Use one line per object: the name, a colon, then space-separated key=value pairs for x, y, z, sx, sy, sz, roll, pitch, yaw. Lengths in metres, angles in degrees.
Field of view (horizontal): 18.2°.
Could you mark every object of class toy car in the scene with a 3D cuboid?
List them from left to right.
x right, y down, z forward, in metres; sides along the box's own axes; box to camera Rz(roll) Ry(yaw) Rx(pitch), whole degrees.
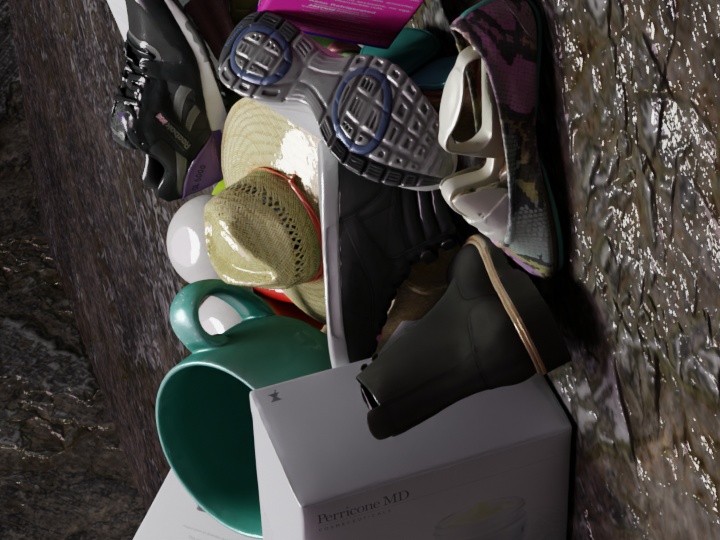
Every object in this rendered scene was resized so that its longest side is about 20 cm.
toy car: x=-0.060 y=0.000 z=1.967 sx=0.150 sy=0.175 sz=0.201 roll=-22 pitch=81 yaw=42

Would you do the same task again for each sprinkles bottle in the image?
sprinkles bottle: x=0.014 y=0.036 z=1.737 sx=0.200 sy=0.068 sz=0.069 roll=-57 pitch=48 yaw=52

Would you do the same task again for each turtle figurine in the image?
turtle figurine: x=-0.039 y=-0.160 z=1.748 sx=0.194 sy=0.144 sz=0.200 roll=46 pitch=166 yaw=31

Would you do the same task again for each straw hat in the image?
straw hat: x=-0.069 y=-0.028 z=1.663 sx=0.201 sy=0.085 sz=0.202 roll=30 pitch=134 yaw=37

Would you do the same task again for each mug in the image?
mug: x=-0.064 y=0.098 z=1.713 sx=0.152 sy=0.114 sz=0.186 roll=25 pitch=130 yaw=29

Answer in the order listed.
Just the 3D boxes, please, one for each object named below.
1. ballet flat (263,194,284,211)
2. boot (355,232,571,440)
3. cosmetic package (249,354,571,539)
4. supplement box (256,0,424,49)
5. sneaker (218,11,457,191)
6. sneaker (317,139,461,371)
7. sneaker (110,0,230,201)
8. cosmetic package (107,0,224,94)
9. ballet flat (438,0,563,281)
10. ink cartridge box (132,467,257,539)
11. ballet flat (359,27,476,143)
ballet flat: x=-0.043 y=-0.080 z=1.829 sx=0.200 sy=0.069 sz=0.070 roll=-67 pitch=-35 yaw=-77
boot: x=0.048 y=0.042 z=1.511 sx=0.078 sy=0.138 sz=0.200 roll=64 pitch=177 yaw=-12
cosmetic package: x=0.036 y=0.167 z=1.601 sx=0.123 sy=0.198 sz=0.201 roll=-119 pitch=19 yaw=-46
supplement box: x=0.000 y=-0.227 z=1.481 sx=0.200 sy=0.103 sz=0.102 roll=140 pitch=139 yaw=-74
sneaker: x=-0.004 y=-0.110 z=1.509 sx=0.200 sy=0.075 sz=0.087 roll=36 pitch=-176 yaw=35
sneaker: x=0.023 y=0.002 z=1.585 sx=0.071 sy=0.099 sz=0.201 roll=-99 pitch=6 yaw=-68
sneaker: x=-0.155 y=-0.135 z=1.718 sx=0.076 sy=0.087 sz=0.201 roll=46 pitch=162 yaw=50
cosmetic package: x=-0.135 y=-0.212 z=1.841 sx=0.081 sy=0.113 sz=0.200 roll=37 pitch=159 yaw=28
ballet flat: x=0.083 y=-0.078 z=1.422 sx=0.069 sy=0.071 sz=0.201 roll=-134 pitch=31 yaw=-55
ink cartridge box: x=-0.074 y=0.213 z=1.892 sx=0.145 sy=0.201 sz=0.147 roll=13 pitch=153 yaw=30
ballet flat: x=0.054 y=-0.119 z=1.548 sx=0.073 sy=0.068 sz=0.200 roll=60 pitch=168 yaw=-20
